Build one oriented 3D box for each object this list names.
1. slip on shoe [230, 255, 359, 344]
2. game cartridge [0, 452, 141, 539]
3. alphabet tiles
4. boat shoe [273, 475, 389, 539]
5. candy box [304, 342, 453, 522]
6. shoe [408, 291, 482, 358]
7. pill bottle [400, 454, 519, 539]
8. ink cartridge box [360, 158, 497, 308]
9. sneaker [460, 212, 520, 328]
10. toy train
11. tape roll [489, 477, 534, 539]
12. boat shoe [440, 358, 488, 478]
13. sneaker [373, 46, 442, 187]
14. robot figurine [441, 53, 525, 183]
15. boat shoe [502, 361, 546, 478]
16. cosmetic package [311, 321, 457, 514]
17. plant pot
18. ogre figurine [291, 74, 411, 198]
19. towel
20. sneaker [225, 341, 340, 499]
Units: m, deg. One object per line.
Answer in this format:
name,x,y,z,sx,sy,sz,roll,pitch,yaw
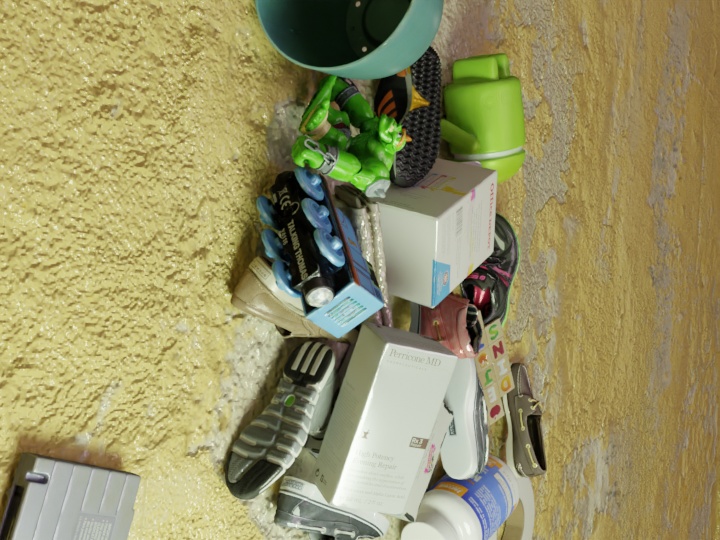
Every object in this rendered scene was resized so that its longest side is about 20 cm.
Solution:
slip on shoe,-0.074,0.050,1.018,0.061,0.076,0.200,-50,144,2
game cartridge,-0.274,0.272,0.779,0.130,0.038,0.201,33,65,-54
alphabet tiles,0.170,0.170,1.362,0.166,0.006,0.201,-30,118,-28
boat shoe,-0.035,0.313,1.079,0.200,0.071,0.068,40,62,-48
candy box,0.032,0.214,1.165,0.200,0.071,0.168,52,52,-41
shoe,0.119,0.056,1.207,0.072,0.091,0.200,58,25,-33
pill bottle,0.146,0.362,1.300,0.200,0.112,0.113,-24,112,-51
ink cartridge box,0.094,-0.063,1.170,0.200,0.125,0.129,-37,135,-48
sneaker,0.205,0.004,1.387,0.084,0.076,0.201,9,84,-58
toy train,-0.048,-0.026,0.959,0.114,0.087,0.200,39,22,-42
tape roll,0.243,0.438,1.503,0.202,0.037,0.204,-5,97,-53
boat shoe,0.154,0.201,1.284,0.068,0.072,0.201,6,75,-50
sneaker,0.054,-0.198,1.150,0.070,0.090,0.201,17,73,-35
robot figurine,0.188,-0.221,1.315,0.175,0.115,0.201,-31,117,-54
boat shoe,0.285,0.254,1.504,0.072,0.059,0.201,24,60,-48
cosmetic package,0.026,0.170,1.006,0.101,0.074,0.201,13,101,-27
plant pot,0.004,-0.310,0.999,0.161,0.200,0.202,5,88,-66
ogre figurine,-0.011,-0.155,1.019,0.120,0.200,0.098,34,103,-16
towel,0.000,0.000,1.063,0.034,0.133,0.201,-12,106,-14
sneaker,-0.073,0.192,1.020,0.200,0.075,0.116,-58,148,-23
